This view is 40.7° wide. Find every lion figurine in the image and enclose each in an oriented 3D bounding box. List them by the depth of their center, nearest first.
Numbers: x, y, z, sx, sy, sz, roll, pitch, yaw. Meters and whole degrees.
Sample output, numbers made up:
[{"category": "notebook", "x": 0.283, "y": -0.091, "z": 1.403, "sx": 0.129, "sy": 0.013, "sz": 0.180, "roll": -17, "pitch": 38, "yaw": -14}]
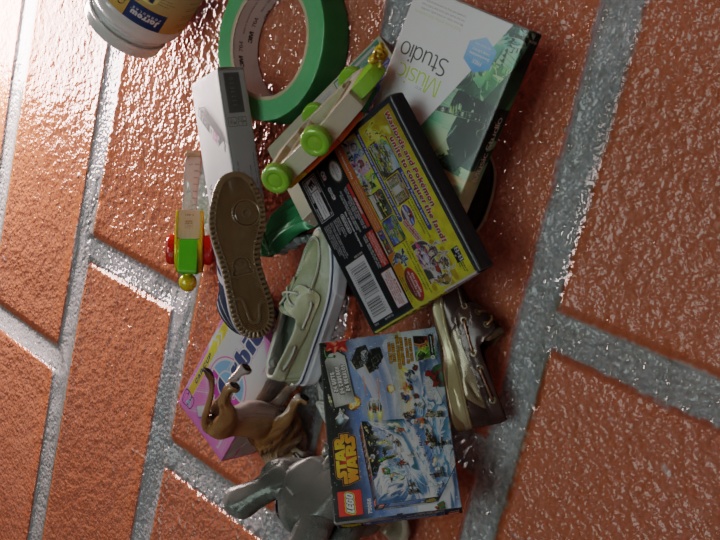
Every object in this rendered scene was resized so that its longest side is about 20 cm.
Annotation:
[{"category": "lion figurine", "x": -0.137, "y": 0.185, "z": 1.202, "sx": 0.123, "sy": 0.199, "sz": 0.073, "roll": -54, "pitch": 37, "yaw": 18}]

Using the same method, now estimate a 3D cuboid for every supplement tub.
[{"category": "supplement tub", "x": -0.283, "y": -0.409, "z": 1.344, "sx": 0.200, "sy": 0.144, "sz": 0.145, "roll": -45, "pitch": 63, "yaw": 33}]

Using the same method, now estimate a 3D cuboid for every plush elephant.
[{"category": "plush elephant", "x": -0.035, "y": 0.281, "z": 1.135, "sx": 0.200, "sy": 0.155, "sz": 0.164, "roll": -46, "pitch": 47, "yaw": -6}]

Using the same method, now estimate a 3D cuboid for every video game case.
[{"category": "video game case", "x": 0.030, "y": -0.055, "z": 1.032, "sx": 0.180, "sy": 0.025, "sz": 0.201, "roll": -34, "pitch": 80, "yaw": 46}]

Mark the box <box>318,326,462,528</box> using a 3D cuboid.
[{"category": "box", "x": 0.030, "y": 0.169, "z": 1.056, "sx": 0.135, "sy": 0.040, "sz": 0.202, "roll": -7, "pitch": 66, "yaw": 4}]

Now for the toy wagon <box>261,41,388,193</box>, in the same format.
[{"category": "toy wagon", "x": -0.032, "y": -0.165, "z": 1.050, "sx": 0.040, "sy": 0.156, "sz": 0.200, "roll": 42, "pitch": 127, "yaw": -15}]

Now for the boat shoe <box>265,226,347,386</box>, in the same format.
[{"category": "boat shoe", "x": -0.064, "y": 0.044, "z": 1.139, "sx": 0.072, "sy": 0.061, "sz": 0.202, "roll": 31, "pitch": 114, "yaw": 55}]

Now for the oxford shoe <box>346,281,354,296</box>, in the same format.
[{"category": "oxford shoe", "x": 0.000, "y": 0.000, "z": 1.150, "sx": 0.199, "sy": 0.071, "sz": 0.072, "roll": 5, "pitch": 96, "yaw": 43}]

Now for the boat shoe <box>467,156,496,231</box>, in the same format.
[{"category": "boat shoe", "x": 0.109, "y": -0.138, "z": 1.056, "sx": 0.073, "sy": 0.063, "sz": 0.204, "roll": 10, "pitch": 99, "yaw": 36}]

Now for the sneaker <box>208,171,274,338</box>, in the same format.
[{"category": "sneaker", "x": -0.150, "y": -0.014, "z": 1.194, "sx": 0.108, "sy": 0.069, "sz": 0.202, "roll": 149, "pitch": 113, "yaw": -76}]

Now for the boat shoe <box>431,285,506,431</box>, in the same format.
[{"category": "boat shoe", "x": 0.121, "y": 0.070, "z": 1.055, "sx": 0.071, "sy": 0.072, "sz": 0.202, "roll": -10, "pitch": 77, "yaw": 11}]

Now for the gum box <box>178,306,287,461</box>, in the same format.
[{"category": "gum box", "x": -0.152, "y": 0.138, "z": 1.289, "sx": 0.114, "sy": 0.066, "sz": 0.201, "roll": 46, "pitch": 119, "yaw": 29}]

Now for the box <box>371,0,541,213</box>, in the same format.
[{"category": "box", "x": 0.085, "y": -0.176, "z": 1.010, "sx": 0.144, "sy": 0.036, "sz": 0.202, "roll": 32, "pitch": 111, "yaw": 31}]

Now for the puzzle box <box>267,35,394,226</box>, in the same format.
[{"category": "puzzle box", "x": -0.015, "y": -0.164, "z": 1.139, "sx": 0.200, "sy": 0.025, "sz": 0.134, "roll": -42, "pitch": 50, "yaw": 18}]

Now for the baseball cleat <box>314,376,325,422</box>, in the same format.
[{"category": "baseball cleat", "x": 0.017, "y": 0.173, "z": 1.152, "sx": 0.200, "sy": 0.069, "sz": 0.107, "roll": 43, "pitch": 131, "yaw": 38}]

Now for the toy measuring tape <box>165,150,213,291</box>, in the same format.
[{"category": "toy measuring tape", "x": -0.240, "y": -0.066, "z": 1.374, "sx": 0.073, "sy": 0.073, "sz": 0.202, "roll": -15, "pitch": 68, "yaw": 41}]

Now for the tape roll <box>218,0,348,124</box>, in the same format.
[{"category": "tape roll", "x": -0.103, "y": -0.292, "z": 1.250, "sx": 0.199, "sy": 0.048, "sz": 0.203, "roll": 2, "pitch": 93, "yaw": 42}]

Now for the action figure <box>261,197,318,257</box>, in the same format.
[{"category": "action figure", "x": -0.058, "y": -0.073, "z": 1.191, "sx": 0.199, "sy": 0.055, "sz": 0.119, "roll": -33, "pitch": 42, "yaw": 29}]

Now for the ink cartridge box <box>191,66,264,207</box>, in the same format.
[{"category": "ink cartridge box", "x": -0.192, "y": -0.151, "z": 1.292, "sx": 0.173, "sy": 0.043, "sz": 0.202, "roll": -8, "pitch": 91, "yaw": 57}]
